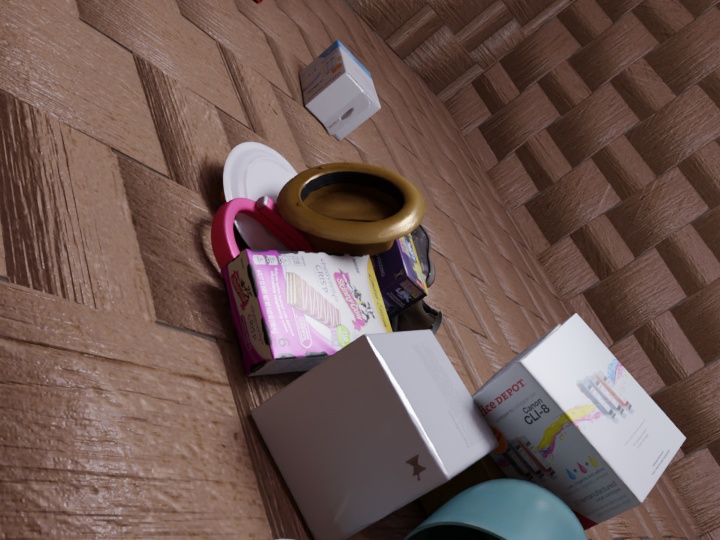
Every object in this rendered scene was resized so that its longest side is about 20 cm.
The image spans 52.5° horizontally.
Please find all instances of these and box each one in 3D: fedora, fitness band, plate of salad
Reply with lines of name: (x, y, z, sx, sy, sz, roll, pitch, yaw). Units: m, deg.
fedora: (-0.013, -0.072, 0.991, 0.201, 0.200, 0.082, -102, -170, -49)
fitness band: (-0.113, -0.013, 0.961, 0.200, 0.037, 0.144, 42, 39, -35)
plate of salad: (-0.133, -0.090, 1.061, 0.200, 0.048, 0.200, 36, 43, -42)

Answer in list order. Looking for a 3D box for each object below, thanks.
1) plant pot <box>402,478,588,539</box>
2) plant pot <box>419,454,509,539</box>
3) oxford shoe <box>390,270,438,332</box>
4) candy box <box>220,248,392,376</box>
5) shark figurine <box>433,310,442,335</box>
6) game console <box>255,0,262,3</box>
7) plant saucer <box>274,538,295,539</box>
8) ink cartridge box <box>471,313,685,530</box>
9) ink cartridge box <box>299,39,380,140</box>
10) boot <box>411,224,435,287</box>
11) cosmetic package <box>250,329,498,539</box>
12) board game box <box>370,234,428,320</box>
plant pot: (0.156, 0.319, 0.787, 0.201, 0.201, 0.161, 56, 35, 5)
plant pot: (0.188, 0.293, 0.988, 0.200, 0.195, 0.194, 3, 53, -51)
oxford shoe: (0.079, 0.093, 1.111, 0.073, 0.084, 0.200, -96, -177, -68)
candy box: (-0.058, 0.049, 0.888, 0.200, 0.061, 0.136, 1, 65, -45)
shark figurine: (0.092, 0.082, 1.261, 0.215, 0.089, 0.128, 55, 18, -3)
game console: (-0.328, -0.765, 1.795, 0.177, 0.031, 0.200, 26, 34, -62)
plant saucer: (-0.047, 0.327, 0.606, 0.200, 0.036, 0.200, 46, 20, -22)
ink cartridge box: (0.250, 0.186, 0.885, 0.145, 0.145, 0.200, -27, 73, -42)
ink cartridge box: (-0.048, -0.413, 1.693, 0.125, 0.129, 0.200, 40, 23, -34)
boot: (0.079, -0.064, 1.495, 0.174, 0.069, 0.200, 35, 29, -45)
cosmetic package: (0.024, 0.178, 0.818, 0.166, 0.167, 0.200, 60, 19, 16)
board game box: (0.000, 0.000, 1.064, 0.057, 0.165, 0.200, 40, 23, -34)
